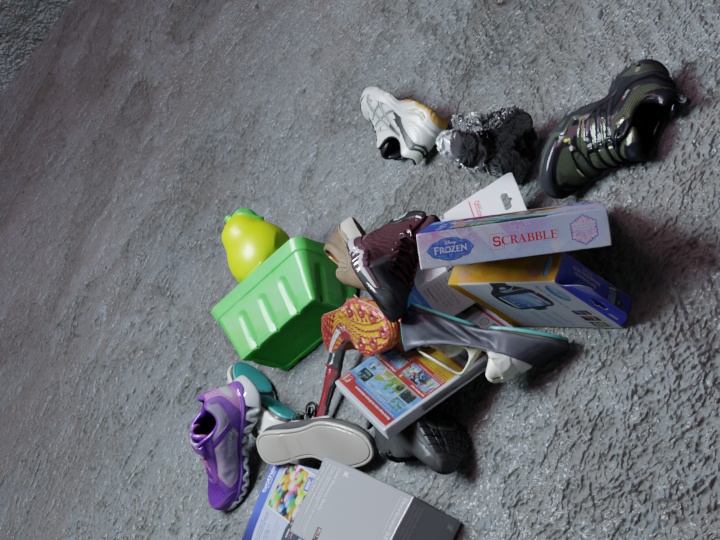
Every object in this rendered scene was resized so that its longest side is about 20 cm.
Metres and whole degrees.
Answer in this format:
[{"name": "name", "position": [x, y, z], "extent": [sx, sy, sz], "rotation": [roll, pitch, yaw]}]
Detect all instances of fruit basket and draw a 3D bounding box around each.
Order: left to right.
[{"name": "fruit basket", "position": [-0.118, 0.010, 1.926], "extent": [0.214, 0.155, 0.218], "rotation": [-17, 65, 41]}]

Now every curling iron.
[{"name": "curling iron", "position": [-0.045, 0.132, 1.804], "extent": [0.049, 0.025, 0.202], "rotation": [23, 98, 30]}]

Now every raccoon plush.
[{"name": "raccoon plush", "position": [0.129, -0.171, 1.703], "extent": [0.133, 0.199, 0.098], "rotation": [12, 87, 44]}]

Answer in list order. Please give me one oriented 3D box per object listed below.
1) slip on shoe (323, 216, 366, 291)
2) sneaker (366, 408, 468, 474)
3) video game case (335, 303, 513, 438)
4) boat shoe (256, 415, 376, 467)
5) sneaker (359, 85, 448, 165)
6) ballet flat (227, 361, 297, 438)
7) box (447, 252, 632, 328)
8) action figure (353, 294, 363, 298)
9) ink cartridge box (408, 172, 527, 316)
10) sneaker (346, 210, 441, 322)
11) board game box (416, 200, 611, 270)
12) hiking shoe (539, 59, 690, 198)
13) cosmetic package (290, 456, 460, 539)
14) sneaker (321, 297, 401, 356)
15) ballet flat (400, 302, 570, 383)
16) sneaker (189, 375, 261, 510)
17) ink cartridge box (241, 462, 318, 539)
[{"name": "slip on shoe", "position": [0.000, 0.000, 1.757], "extent": [0.060, 0.076, 0.200], "rotation": [-36, 37, 4]}, {"name": "sneaker", "position": [0.064, 0.198, 1.612], "extent": [0.092, 0.075, 0.200], "rotation": [-65, 25, 12]}, {"name": "video game case", "position": [0.080, 0.109, 1.610], "extent": [0.199, 0.018, 0.143], "rotation": [-34, 30, -11]}, {"name": "boat shoe", "position": [-0.049, 0.215, 1.743], "extent": [0.199, 0.068, 0.057], "rotation": [-7, 16, 41]}, {"name": "sneaker", "position": [0.042, -0.207, 1.952], "extent": [0.088, 0.075, 0.200], "rotation": [-60, 31, 0]}, {"name": "ballet flat", "position": [-0.148, 0.196, 1.917], "extent": [0.070, 0.069, 0.200], "rotation": [-57, 33, 4]}, {"name": "box", "position": [0.204, 0.023, 1.493], "extent": [0.199, 0.119, 0.042], "rotation": [-5, 61, 53]}, {"name": "action figure", "position": [0.032, 0.040, 1.796], "extent": [0.065, 0.052, 0.201], "rotation": [-33, 42, 29]}, {"name": "ink cartridge box", "position": [0.127, -0.019, 1.649], "extent": [0.199, 0.067, 0.116], "rotation": [-33, 30, 14]}, {"name": "sneaker", "position": [0.050, -0.021, 1.588], "extent": [0.115, 0.076, 0.200], "rotation": [-34, 24, 4]}, {"name": "board game box", "position": [0.168, -0.040, 1.469], "extent": [0.200, 0.197, 0.042], "rotation": [-37, -60, -81]}, {"name": "hiking shoe", "position": [0.286, -0.151, 1.557], "extent": [0.200, 0.075, 0.101], "rotation": [-47, 30, 18]}, {"name": "cosmetic package", "position": [0.014, 0.299, 1.573], "extent": [0.199, 0.090, 0.108], "rotation": [7, 67, 60]}, {"name": "sneaker", "position": [0.013, 0.064, 1.670], "extent": [0.200, 0.076, 0.074], "rotation": [179, 81, -70]}, {"name": "ballet flat", "position": [0.136, 0.090, 1.529], "extent": [0.198, 0.073, 0.074], "rotation": [12, 70, 19]}, {"name": "sneaker", "position": [-0.199, 0.242, 1.870], "extent": [0.080, 0.088, 0.202], "rotation": [35, 123, 48]}, {"name": "ink cartridge box", "position": [-0.087, 0.313, 1.752], "extent": [0.199, 0.042, 0.120], "rotation": [1, 65, 57]}]
